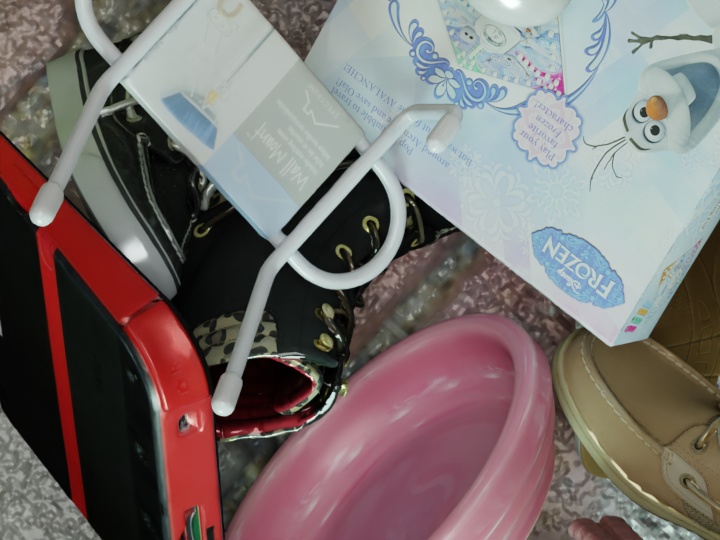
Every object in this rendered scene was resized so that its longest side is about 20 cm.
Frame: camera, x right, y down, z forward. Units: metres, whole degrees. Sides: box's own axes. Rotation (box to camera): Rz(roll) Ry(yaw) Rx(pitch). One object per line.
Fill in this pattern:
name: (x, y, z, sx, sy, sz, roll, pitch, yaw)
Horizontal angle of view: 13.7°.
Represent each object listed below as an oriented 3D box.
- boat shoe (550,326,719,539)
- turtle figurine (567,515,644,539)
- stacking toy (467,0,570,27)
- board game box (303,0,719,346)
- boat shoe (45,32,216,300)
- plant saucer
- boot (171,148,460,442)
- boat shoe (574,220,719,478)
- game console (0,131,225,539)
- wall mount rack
boat shoe: (0.173, 0.087, 1.349, 0.200, 0.065, 0.071, 41, 51, 9)
turtle figurine: (0.133, 0.218, 1.314, 0.193, 0.144, 0.201, 3, 51, 29)
stacking toy: (0.015, -0.181, 1.272, 0.200, 0.146, 0.146, 45, 93, 4)
board game box: (0.092, -0.106, 1.315, 0.200, 0.043, 0.200, 39, 111, 22)
boat shoe: (-0.096, -0.052, 1.384, 0.068, 0.200, 0.074, -24, 117, 1)
plant saucer: (0.017, 0.110, 1.379, 0.201, 0.201, 0.051, -45, 111, 3)
boot: (0.000, 0.001, 1.388, 0.202, 0.154, 0.074, -11, 131, 9)
boat shoe: (0.136, -0.001, 1.428, 0.070, 0.069, 0.201, 3, 111, -29)
game console: (-0.120, 0.049, 1.360, 0.031, 0.201, 0.177, -26, 52, -22)
wall mount rack: (-0.055, -0.047, 1.268, 0.174, 0.074, 0.200, -49, 114, -15)
